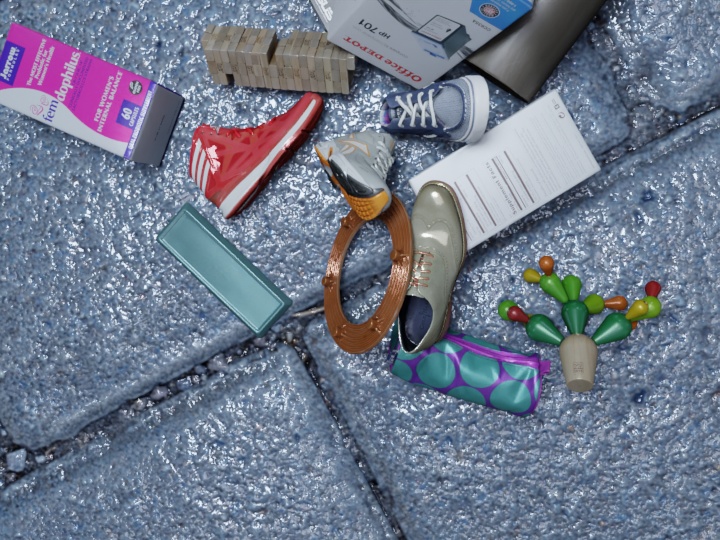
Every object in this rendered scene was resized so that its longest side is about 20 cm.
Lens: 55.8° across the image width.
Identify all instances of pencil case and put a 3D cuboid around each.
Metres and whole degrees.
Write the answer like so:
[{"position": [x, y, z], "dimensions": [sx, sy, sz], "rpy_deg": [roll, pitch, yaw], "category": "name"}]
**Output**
[{"position": [0.133, 0.118, 0.873], "dimensions": [0.198, 0.085, 0.093], "rpy_deg": [18, 130, 1], "category": "pencil case"}]

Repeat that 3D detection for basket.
[{"position": [0.212, -0.316, 0.807], "dimensions": [0.135, 0.181, 0.201], "rpy_deg": [30, 105, -10], "category": "basket"}]

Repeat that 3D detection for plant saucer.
[{"position": [-0.187, 0.000, 0.918], "dimensions": [0.200, 0.019, 0.070], "rpy_deg": [44, 95, 0], "category": "plant saucer"}]

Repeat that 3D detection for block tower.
[{"position": [-0.099, -0.267, 0.859], "dimensions": [0.198, 0.058, 0.054], "rpy_deg": [5, 53, 8], "category": "block tower"}]

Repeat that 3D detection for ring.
[{"position": [0.000, 0.000, 0.826], "dimensions": [0.019, 0.200, 0.202], "rpy_deg": [13, 96, -29], "category": "ring"}]

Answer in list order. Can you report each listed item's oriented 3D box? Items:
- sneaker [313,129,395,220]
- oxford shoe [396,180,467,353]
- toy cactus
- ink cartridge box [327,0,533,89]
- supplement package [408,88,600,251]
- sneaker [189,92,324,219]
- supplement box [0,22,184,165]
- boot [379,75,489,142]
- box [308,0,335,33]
[{"position": [0.009, -0.131, 0.816], "dimensions": [0.091, 0.200, 0.076], "rpy_deg": [-29, 121, -3], "category": "sneaker"}, {"position": [0.078, 0.000, 0.775], "dimensions": [0.070, 0.074, 0.202], "rpy_deg": [7, 106, 22], "category": "oxford shoe"}, {"position": [0.270, 0.065, 0.834], "dimensions": [0.198, 0.103, 0.166], "rpy_deg": [4, 51, 9], "category": "toy cactus"}, {"position": [0.074, -0.304, 0.756], "dimensions": [0.145, 0.200, 0.087], "rpy_deg": [20, 67, -25], "category": "ink cartridge box"}, {"position": [0.169, -0.116, 0.840], "dimensions": [0.199, 0.114, 0.110], "rpy_deg": [-31, 93, 7], "category": "supplement package"}, {"position": [-0.146, -0.174, 0.874], "dimensions": [0.115, 0.078, 0.200], "rpy_deg": [42, 94, -2], "category": "sneaker"}, {"position": [-0.347, -0.221, 0.870], "dimensions": [0.198, 0.103, 0.102], "rpy_deg": [23, 96, 3], "category": "supplement box"}, {"position": [0.080, -0.182, 0.793], "dimensions": [0.089, 0.200, 0.074], "rpy_deg": [-4, 97, -8], "category": "boot"}, {"position": [-0.020, -0.422, 0.862], "dimensions": [0.157, 0.048, 0.201], "rpy_deg": [-28, 92, 5], "category": "box"}]
